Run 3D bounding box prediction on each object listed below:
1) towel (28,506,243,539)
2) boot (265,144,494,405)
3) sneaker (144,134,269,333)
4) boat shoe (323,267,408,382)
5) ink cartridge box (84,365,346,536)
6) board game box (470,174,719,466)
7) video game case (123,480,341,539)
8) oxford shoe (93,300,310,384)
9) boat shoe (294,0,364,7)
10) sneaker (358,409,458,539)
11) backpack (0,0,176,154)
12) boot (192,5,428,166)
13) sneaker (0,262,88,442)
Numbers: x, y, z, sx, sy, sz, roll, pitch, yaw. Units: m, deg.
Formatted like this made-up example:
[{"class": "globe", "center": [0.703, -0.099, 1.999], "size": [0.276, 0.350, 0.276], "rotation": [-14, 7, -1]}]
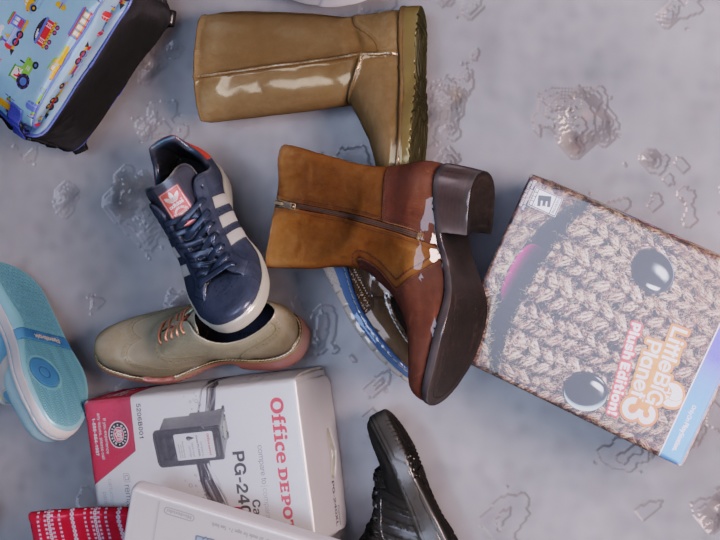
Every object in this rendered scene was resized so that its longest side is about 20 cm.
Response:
[{"class": "towel", "center": [-0.181, 0.270, 1.207], "size": [0.199, 0.022, 0.145], "rotation": [-4, 100, 15]}, {"class": "boot", "center": [0.000, 0.000, 1.132], "size": [0.199, 0.068, 0.189], "rotation": [8, 98, 33]}, {"class": "sneaker", "center": [-0.138, -0.035, 1.192], "size": [0.075, 0.085, 0.200], "rotation": [-33, 48, 7]}, {"class": "boat shoe", "center": [0.014, 0.000, 1.202], "size": [0.072, 0.072, 0.200], "rotation": [-34, 82, 12]}, {"class": "ink cartridge box", "center": [-0.124, 0.168, 1.236], "size": [0.199, 0.083, 0.146], "rotation": [-8, 89, 16]}, {"class": "board game box", "center": [0.200, 0.037, 1.136], "size": [0.200, 0.097, 0.160], "rotation": [25, 97, 15]}, {"class": "video game case", "center": [-0.107, 0.283, 1.165], "size": [0.199, 0.024, 0.183], "rotation": [14, 105, 12]}, {"class": "oxford shoe", "center": [-0.148, 0.050, 1.237], "size": [0.199, 0.074, 0.071], "rotation": [-9, 61, 15]}, {"class": "boat shoe", "center": [-0.065, -0.279, 1.216], "size": [0.199, 0.068, 0.072], "rotation": [14, 71, 18]}, {"class": "sneaker", "center": [0.023, 0.228, 1.207], "size": [0.104, 0.060, 0.200], "rotation": [-26, 87, 10]}, {"class": "backpack", "center": [-0.294, -0.228, 1.257], "size": [0.200, 0.135, 0.183], "rotation": [40, 100, 15]}, {"class": "boot", "center": [-0.043, -0.142, 1.218], "size": [0.199, 0.066, 0.176], "rotation": [-2, 71, 15]}, {"class": "sneaker", "center": [-0.321, 0.103, 1.277], "size": [0.131, 0.079, 0.200], "rotation": [-44, 48, 17]}]
